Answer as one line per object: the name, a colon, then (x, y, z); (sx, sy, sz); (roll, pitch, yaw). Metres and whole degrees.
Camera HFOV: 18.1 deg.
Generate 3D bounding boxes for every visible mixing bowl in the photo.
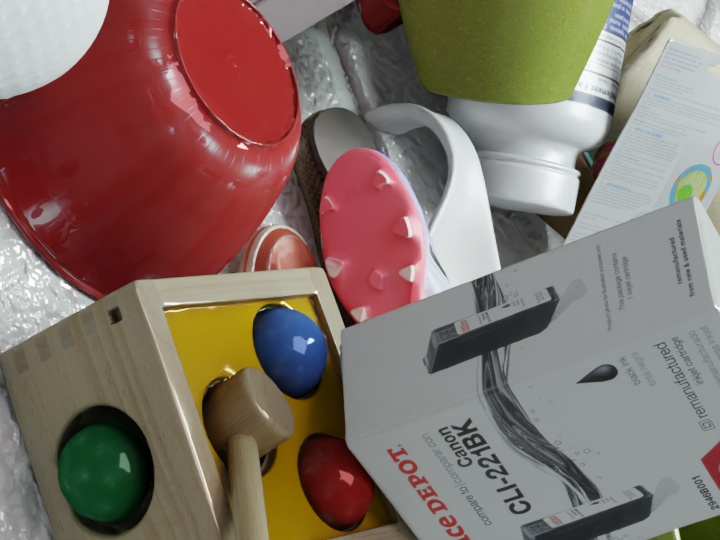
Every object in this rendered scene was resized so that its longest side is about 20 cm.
mixing bowl: (-0.104, -0.088, 1.217); (0.200, 0.108, 0.200); (32, 45, -38)

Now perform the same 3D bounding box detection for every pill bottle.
pill bottle: (0.118, -0.141, 1.494); (0.111, 0.111, 0.200); (13, 86, -50)

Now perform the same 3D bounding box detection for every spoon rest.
spoon rest: (0.054, -0.019, 1.431); (0.099, 0.061, 0.200); (13, 57, -50)

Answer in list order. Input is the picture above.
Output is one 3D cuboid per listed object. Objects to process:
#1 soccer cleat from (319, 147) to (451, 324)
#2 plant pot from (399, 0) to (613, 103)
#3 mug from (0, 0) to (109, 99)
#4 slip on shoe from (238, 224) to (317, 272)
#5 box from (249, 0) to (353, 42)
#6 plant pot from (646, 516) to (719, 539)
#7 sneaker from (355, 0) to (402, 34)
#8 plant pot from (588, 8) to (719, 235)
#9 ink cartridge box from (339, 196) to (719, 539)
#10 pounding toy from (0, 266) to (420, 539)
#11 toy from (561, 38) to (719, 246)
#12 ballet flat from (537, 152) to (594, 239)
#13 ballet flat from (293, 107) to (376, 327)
soccer cleat: (0.034, 0.024, 1.318); (0.200, 0.067, 0.076); (66, 19, 9)
plant pot: (0.089, -0.207, 1.363); (0.187, 0.187, 0.200); (-18, 117, -57)
mug: (-0.223, -0.171, 1.096); (0.200, 0.148, 0.175); (47, 15, 34)
slip on shoe: (-0.014, 0.064, 1.279); (0.074, 0.061, 0.200); (1, 66, -52)
box: (-0.071, -0.258, 1.387); (0.124, 0.097, 0.200); (26, 48, -43)
plant pot: (0.147, 0.194, 1.284); (0.187, 0.200, 0.187); (33, 44, -39)
sneaker: (0.019, -0.232, 1.534); (0.116, 0.078, 0.200); (54, 21, 1)
plant pot: (0.237, -0.079, 1.633); (0.183, 0.200, 0.201); (45, 36, -7)
ink cartridge box: (0.107, 0.069, 1.143); (0.144, 0.200, 0.084); (54, 23, -38)
pounding toy: (-0.066, 0.097, 1.108); (0.200, 0.142, 0.184); (-4, 71, -55)
toy: (0.187, -0.061, 1.523); (0.115, 0.200, 0.047); (11, 18, -43)
ballet flat: (0.108, -0.100, 1.577); (0.063, 0.069, 0.200); (-17, 79, -28)
ballet flat: (0.000, 0.000, 1.363); (0.067, 0.046, 0.200); (-12, 80, -36)
